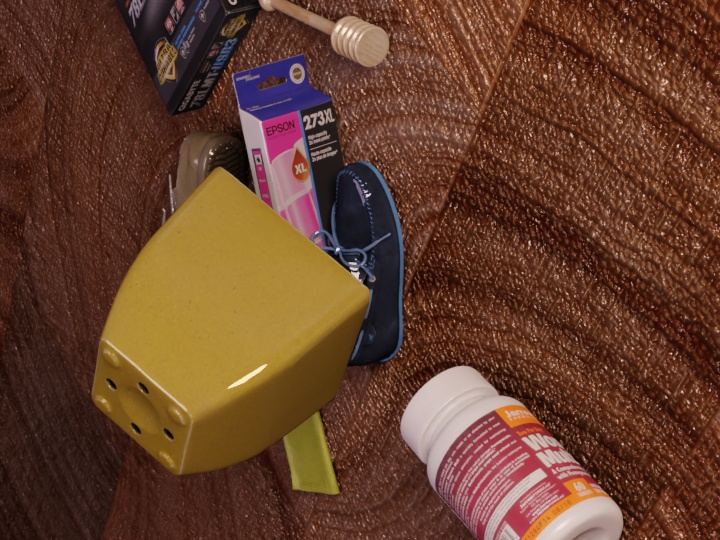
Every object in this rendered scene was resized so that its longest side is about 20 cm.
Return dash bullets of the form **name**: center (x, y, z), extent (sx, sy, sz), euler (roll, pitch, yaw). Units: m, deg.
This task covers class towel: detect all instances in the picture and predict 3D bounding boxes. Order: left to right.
- **towel**: center (-0.072, 0.143, 2.025), extent (0.086, 0.018, 0.202), euler (-1, 105, 59)

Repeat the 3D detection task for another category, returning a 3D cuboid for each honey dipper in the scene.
- **honey dipper**: center (-0.039, -0.233, 1.761), extent (0.200, 0.038, 0.038), euler (34, 134, 52)

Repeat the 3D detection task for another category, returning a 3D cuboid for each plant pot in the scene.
- **plant pot**: center (-0.139, 0.070, 1.742), extent (0.194, 0.200, 0.196), euler (39, 145, 14)

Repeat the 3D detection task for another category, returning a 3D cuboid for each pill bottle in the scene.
- **pill bottle**: center (0.126, 0.180, 1.630), extent (0.200, 0.109, 0.110), euler (47, 142, 35)

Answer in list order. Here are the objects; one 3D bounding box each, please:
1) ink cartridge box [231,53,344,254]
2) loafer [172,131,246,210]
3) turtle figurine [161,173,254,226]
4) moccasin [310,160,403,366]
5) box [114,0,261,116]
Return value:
- **ink cartridge box**: center (-0.060, -0.099, 1.797), extent (0.037, 0.094, 0.202), euler (-1, 105, 48)
- **loafer**: center (-0.165, -0.063, 2.020), extent (0.067, 0.075, 0.202), euler (40, 128, 42)
- **turtle figurine**: center (-0.116, -0.020, 1.928), extent (0.101, 0.148, 0.202), euler (-50, -59, -81)
- **moccasin**: center (0.000, 0.000, 1.780), extent (0.080, 0.068, 0.202), euler (17, 121, 53)
- **box**: center (-0.193, -0.297, 1.961), extent (0.200, 0.049, 0.200), euler (62, 148, 15)
